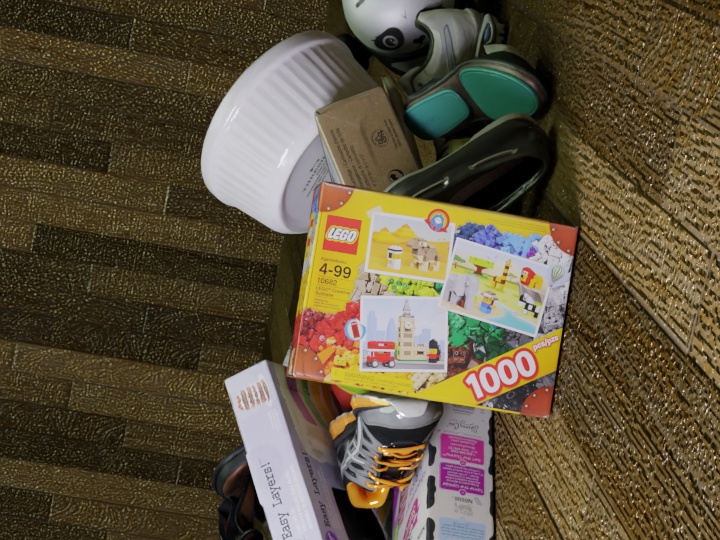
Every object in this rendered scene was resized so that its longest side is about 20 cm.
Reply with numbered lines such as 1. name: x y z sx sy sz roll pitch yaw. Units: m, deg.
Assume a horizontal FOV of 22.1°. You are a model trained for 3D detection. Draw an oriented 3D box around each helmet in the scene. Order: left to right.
1. helmet: -0.049 0.245 1.890 0.190 0.200 0.201 -36 28 21

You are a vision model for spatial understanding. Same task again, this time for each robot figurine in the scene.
1. robot figurine: 0.055 -0.268 1.918 0.200 0.124 0.151 29 -101 -72

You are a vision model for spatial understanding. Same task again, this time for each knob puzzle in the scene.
1. knob puzzle: 0.050 -0.086 1.875 0.220 0.030 0.221 165 90 -89

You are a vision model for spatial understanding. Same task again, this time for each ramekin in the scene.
1. ramekin: -0.054 -0.127 1.812 0.202 0.094 0.203 -39 -27 -24

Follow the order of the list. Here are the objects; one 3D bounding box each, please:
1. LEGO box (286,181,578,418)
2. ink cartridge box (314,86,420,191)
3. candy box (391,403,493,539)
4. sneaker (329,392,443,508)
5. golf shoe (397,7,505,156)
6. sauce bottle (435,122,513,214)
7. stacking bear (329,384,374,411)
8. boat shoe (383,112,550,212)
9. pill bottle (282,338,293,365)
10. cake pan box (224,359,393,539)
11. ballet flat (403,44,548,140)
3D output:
1. LEGO box: 0.053 0.024 1.409 0.077 0.198 0.150 164 115 -82
2. ink cartridge box: 0.029 -0.041 1.714 0.165 0.075 0.201 79 170 -59
3. candy box: 0.068 0.201 1.581 0.137 0.061 0.201 109 167 -46
4. sneaker: 0.025 0.145 1.533 0.200 0.078 0.078 122 145 -70
5. golf shoe: 0.079 -0.161 1.823 0.078 0.096 0.202 173 105 -80
6. sauce bottle: 0.102 -0.091 1.694 0.200 0.066 0.066 -94 15 -62
7. stacking bear: 0.011 0.066 1.584 0.200 0.121 0.114 94 152 -66
8. boat shoe: 0.074 -0.056 1.547 0.200 0.067 0.057 -37 36 15
9. pill bottle: -0.030 0.123 2.034 0.120 0.119 0.201 152 140 -80
10. cake pan box: -0.032 0.189 1.624 0.184 0.052 0.201 23 -136 -58
11. ballet flat: 0.109 -0.167 1.644 0.068 0.068 0.200 -49 22 -26
